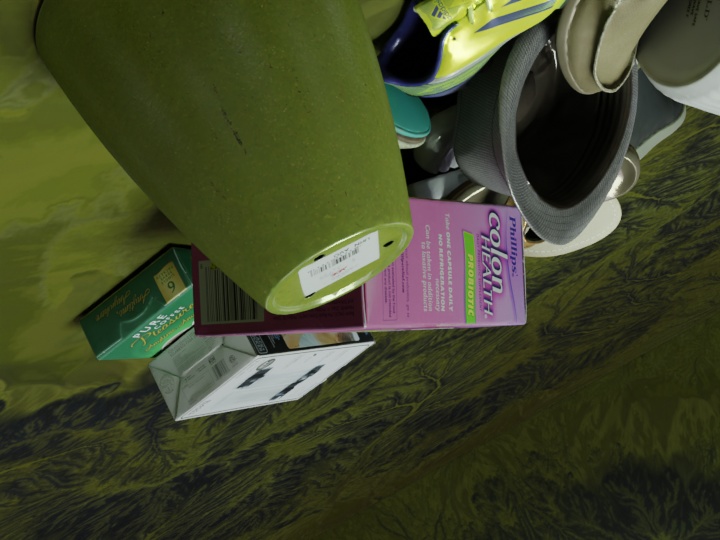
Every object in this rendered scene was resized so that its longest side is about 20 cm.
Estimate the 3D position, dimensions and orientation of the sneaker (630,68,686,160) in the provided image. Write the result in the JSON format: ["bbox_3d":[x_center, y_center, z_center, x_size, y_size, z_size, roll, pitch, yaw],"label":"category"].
[{"bbox_3d":[0.246,-0.173,1.222,0.075,0.106,0.200,4,-152,26],"label":"sneaker"}]

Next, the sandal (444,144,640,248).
[{"bbox_3d":[0.146,-0.051,1.138,0.200,0.054,0.080,-19,137,1],"label":"sandal"}]

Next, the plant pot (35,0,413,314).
[{"bbox_3d":[-0.058,-0.083,0.767,0.187,0.200,0.187,-26,163,-9],"label":"plant pot"}]

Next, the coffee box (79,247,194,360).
[{"bbox_3d":[-0.145,0.031,1.223,0.123,0.044,0.200,-36,162,23],"label":"coffee box"}]

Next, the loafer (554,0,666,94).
[{"bbox_3d":[0.187,-0.199,0.939,0.076,0.067,0.200,-40,148,-31],"label":"loafer"}]

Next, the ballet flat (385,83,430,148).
[{"bbox_3d":[-0.021,-0.121,0.965,0.062,0.068,0.200,-26,160,26],"label":"ballet flat"}]

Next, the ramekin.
[{"bbox_3d":[0.275,-0.204,0.976,0.094,0.203,0.202,4,149,-23],"label":"ramekin"}]

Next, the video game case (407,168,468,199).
[{"bbox_3d":[0.073,-0.066,1.244,0.182,0.024,0.200,-19,176,-30],"label":"video game case"}]

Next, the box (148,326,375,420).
[{"bbox_3d":[-0.089,0.078,1.270,0.117,0.060,0.200,-38,162,27],"label":"box"}]

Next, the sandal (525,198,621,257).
[{"bbox_3d":[0.122,-0.050,1.215,0.211,0.078,0.070,-15,-153,1],"label":"sandal"}]

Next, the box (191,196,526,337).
[{"bbox_3d":[0.000,0.000,1.047,0.176,0.097,0.200,-5,177,40],"label":"box"}]

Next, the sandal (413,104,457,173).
[{"bbox_3d":[0.111,-0.139,1.142,0.203,0.050,0.083,-22,147,-46],"label":"sandal"}]

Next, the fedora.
[{"bbox_3d":[0.134,-0.123,1.051,0.177,0.090,0.200,44,65,-42],"label":"fedora"}]

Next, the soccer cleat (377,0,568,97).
[{"bbox_3d":[0.083,-0.188,0.928,0.084,0.065,0.200,-4,150,-41],"label":"soccer cleat"}]

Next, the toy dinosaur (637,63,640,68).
[{"bbox_3d":[0.259,-0.205,1.131,0.088,0.047,0.200,-7,126,-58],"label":"toy dinosaur"}]
